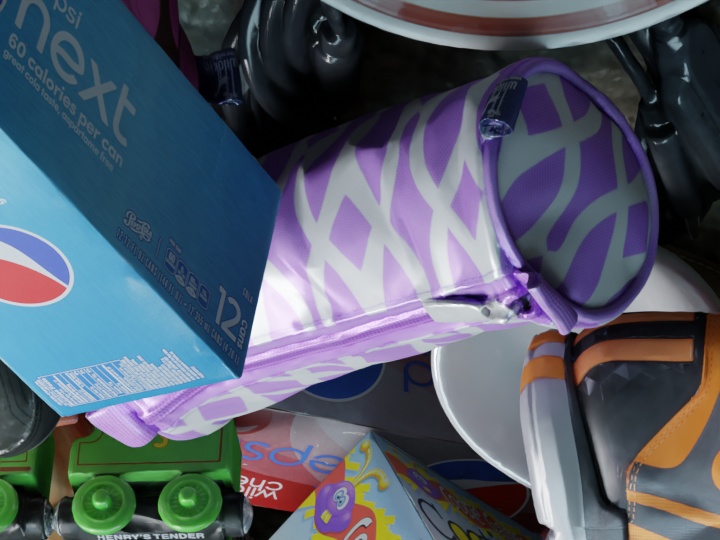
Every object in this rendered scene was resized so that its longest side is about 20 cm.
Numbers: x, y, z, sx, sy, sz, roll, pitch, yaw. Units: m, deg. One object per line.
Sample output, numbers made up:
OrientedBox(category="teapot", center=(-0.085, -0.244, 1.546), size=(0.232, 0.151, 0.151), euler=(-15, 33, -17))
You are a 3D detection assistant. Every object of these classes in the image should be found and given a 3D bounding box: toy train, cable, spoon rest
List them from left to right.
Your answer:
OrientedBox(category="toy train", center=(-0.135, 0.075, 0.822), size=(0.198, 0.057, 0.042), euler=(-1, 145, 4))
OrientedBox(category="cable", center=(0.036, -0.061, 0.751), size=(0.162, 0.051, 0.200), euler=(-12, 142, 28))
OrientedBox(category="spoon rest", center=(0.110, 0.059, 0.789), size=(0.200, 0.061, 0.099), euler=(37, 116, -24))

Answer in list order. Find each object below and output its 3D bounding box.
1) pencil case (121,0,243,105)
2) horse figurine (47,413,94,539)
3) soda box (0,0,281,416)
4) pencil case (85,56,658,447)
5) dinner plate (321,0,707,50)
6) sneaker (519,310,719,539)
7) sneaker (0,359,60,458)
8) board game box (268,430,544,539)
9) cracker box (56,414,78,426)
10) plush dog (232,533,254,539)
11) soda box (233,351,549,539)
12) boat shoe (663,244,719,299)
OrientedBox(category="pencil case", center=(-0.090, -0.106, 0.644), size=(0.090, 0.094, 0.201), euler=(-17, 145, -5))
OrientedBox(category="horse figurine", center=(-0.161, 0.071, 0.882), size=(0.199, 0.133, 0.050), euler=(20, 156, -1))
OrientedBox(category="soda box", center=(-0.101, -0.048, 0.595), size=(0.064, 0.068, 0.200), euler=(-12, 137, 29))
OrientedBox(category="pencil case", center=(0.000, 0.000, 0.725), size=(0.084, 0.086, 0.199), euler=(33, 146, -32))
OrientedBox(category="dinner plate", center=(0.048, -0.146, 0.617), size=(0.198, 0.024, 0.201), euler=(-4, 129, -5))
OrientedBox(category="sneaker", center=(0.122, 0.106, 0.744), size=(0.111, 0.078, 0.201), euler=(-8, 115, 15))
OrientedBox(category="sneaker", center=(-0.147, -0.012, 0.645), size=(0.075, 0.080, 0.201), euler=(-17, 125, 21))
OrientedBox(category="board game box", center=(-0.012, 0.178, 0.848), size=(0.105, 0.103, 0.200), euler=(33, 104, -36))
OrientedBox(category="cracker box", center=(-0.204, 0.030, 0.765), size=(0.198, 0.058, 0.134), euler=(-8, -174, -19))
OrientedBox(category="plush dog", center=(-0.105, 0.162, 1.002), size=(0.171, 0.161, 0.200), euler=(-3, 135, 37))
OrientedBox(category="soda box", center=(0.006, 0.053, 0.886), size=(0.198, 0.064, 0.070), euler=(12, 142, -14))
OrientedBox(category="boat shoe", center=(0.170, 0.030, 0.856), size=(0.199, 0.074, 0.066), euler=(28, 118, -26))
